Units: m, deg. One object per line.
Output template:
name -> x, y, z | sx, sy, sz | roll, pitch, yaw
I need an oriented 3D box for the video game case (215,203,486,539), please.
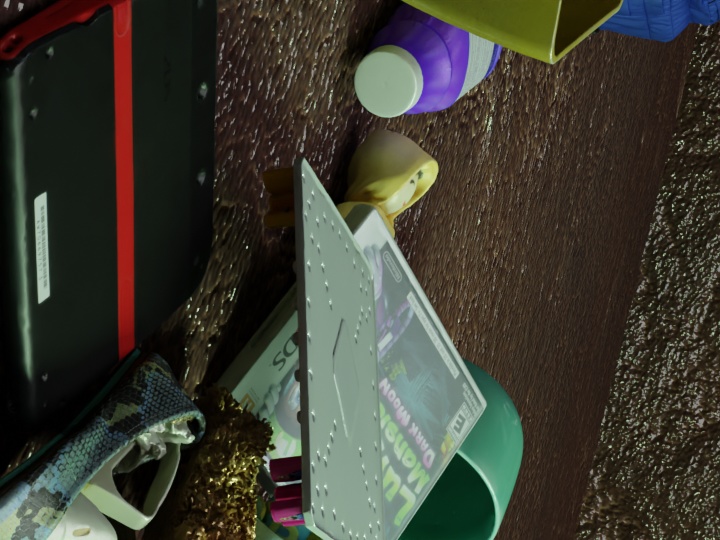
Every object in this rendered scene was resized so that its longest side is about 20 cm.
video game case -> -0.002, 0.090, 1.094 | 0.182, 0.023, 0.201 | -52, 129, -28

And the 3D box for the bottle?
bottle -> 0.051, -0.160, 1.184 | 0.200, 0.065, 0.085 | -44, 144, -60

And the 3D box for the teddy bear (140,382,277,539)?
teddy bear -> -0.080, 0.141, 0.884 | 0.200, 0.066, 0.147 | -159, -89, -77

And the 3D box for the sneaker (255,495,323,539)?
sneaker -> -0.080, 0.201, 0.966 | 0.131, 0.079, 0.200 | -55, 179, 17

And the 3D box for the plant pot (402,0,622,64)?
plant pot -> 0.074, -0.260, 0.987 | 0.200, 0.174, 0.202 | -40, 141, -61

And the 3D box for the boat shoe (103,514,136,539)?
boat shoe -> -0.156, 0.211, 0.819 | 0.066, 0.071, 0.204 | 136, -39, -73

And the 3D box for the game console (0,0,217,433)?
game console -> -0.123, -0.044, 0.784 | 0.177, 0.031, 0.202 | -44, 144, -52

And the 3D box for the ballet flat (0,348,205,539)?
ballet flat -> -0.132, 0.105, 0.771 | 0.200, 0.073, 0.075 | -48, 148, -54

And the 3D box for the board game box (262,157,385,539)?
board game box -> -0.019, 0.064, 0.935 | 0.200, 0.026, 0.203 | 58, 28, -68

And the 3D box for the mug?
mug -> 0.053, 0.126, 1.274 | 0.115, 0.150, 0.187 | -62, 158, -47

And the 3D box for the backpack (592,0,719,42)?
backpack -> 0.324, -0.354, 1.755 | 0.200, 0.166, 0.165 | 30, 68, -69

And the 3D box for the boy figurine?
boy figurine -> 0.000, 0.000, 1.155 | 0.124, 0.064, 0.202 | 49, 60, -67
